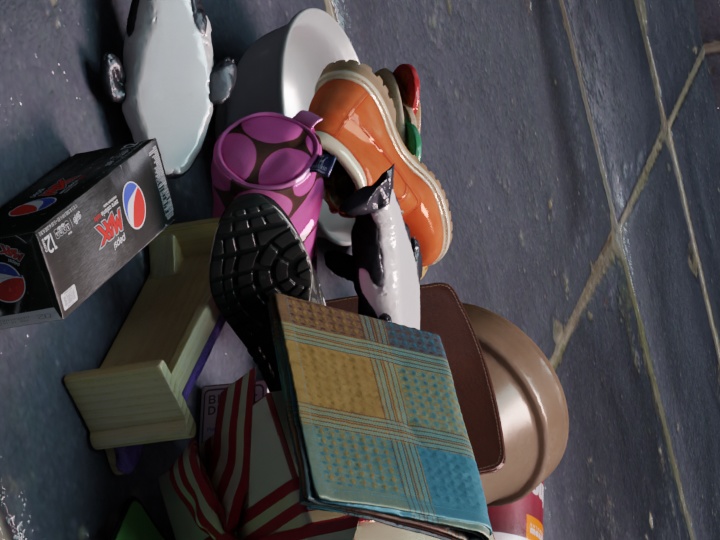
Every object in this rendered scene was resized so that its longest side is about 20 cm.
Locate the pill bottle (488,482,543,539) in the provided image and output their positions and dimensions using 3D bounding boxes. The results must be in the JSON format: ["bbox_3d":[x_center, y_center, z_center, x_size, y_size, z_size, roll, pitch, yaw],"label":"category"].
[{"bbox_3d":[0.126,0.243,2.092,0.113,0.113,0.201,46,41,-55],"label":"pill bottle"}]

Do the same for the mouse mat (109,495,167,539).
[{"bbox_3d":[-0.123,0.269,1.497,0.200,0.008,0.161,56,15,-13],"label":"mouse mat"}]

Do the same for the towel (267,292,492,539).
[{"bbox_3d":[0.011,0.102,1.463,0.146,0.022,0.200,16,36,-25],"label":"towel"}]

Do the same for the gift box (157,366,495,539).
[{"bbox_3d":[-0.026,0.173,1.513,0.186,0.200,0.185,-5,62,-38],"label":"gift box"}]

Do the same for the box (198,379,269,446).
[{"bbox_3d":[-0.080,0.199,1.667,0.117,0.060,0.201,45,42,-57],"label":"box"}]

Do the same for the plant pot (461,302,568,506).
[{"bbox_3d":[0.063,0.155,1.913,0.175,0.200,0.201,-39,120,-43],"label":"plant pot"}]

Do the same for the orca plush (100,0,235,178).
[{"bbox_3d":[-0.163,-0.172,1.606,0.105,0.071,0.201,-22,102,-22],"label":"orca plush"}]

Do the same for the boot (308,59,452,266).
[{"bbox_3d":[0.007,-0.062,1.733,0.200,0.075,0.107,58,34,-31],"label":"boot"}]

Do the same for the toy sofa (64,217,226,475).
[{"bbox_3d":[-0.134,0.055,1.554,0.200,0.083,0.098,-67,142,-52],"label":"toy sofa"}]

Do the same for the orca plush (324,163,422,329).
[{"bbox_3d":[0.000,0.000,1.686,0.200,0.071,0.106,69,30,-58],"label":"orca plush"}]

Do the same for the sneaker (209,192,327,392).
[{"bbox_3d":[-0.064,0.014,1.565,0.088,0.075,0.201,-97,172,-53],"label":"sneaker"}]

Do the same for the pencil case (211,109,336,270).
[{"bbox_3d":[-0.067,-0.033,1.661,0.094,0.091,0.200,-51,159,-35],"label":"pencil case"}]

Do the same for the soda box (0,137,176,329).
[{"bbox_3d":[-0.198,-0.027,1.438,0.200,0.070,0.064,-49,126,-62],"label":"soda box"}]

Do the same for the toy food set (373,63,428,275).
[{"bbox_3d":[0.026,-0.090,1.928,0.200,0.048,0.199,-148,-121,-78],"label":"toy food set"}]

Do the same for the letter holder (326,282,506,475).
[{"bbox_3d":[0.039,0.122,1.775,0.101,0.142,0.200,87,-9,-51],"label":"letter holder"}]

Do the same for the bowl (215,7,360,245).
[{"bbox_3d":[-0.062,-0.115,1.781,0.201,0.090,0.202,-8,90,-69],"label":"bowl"}]
